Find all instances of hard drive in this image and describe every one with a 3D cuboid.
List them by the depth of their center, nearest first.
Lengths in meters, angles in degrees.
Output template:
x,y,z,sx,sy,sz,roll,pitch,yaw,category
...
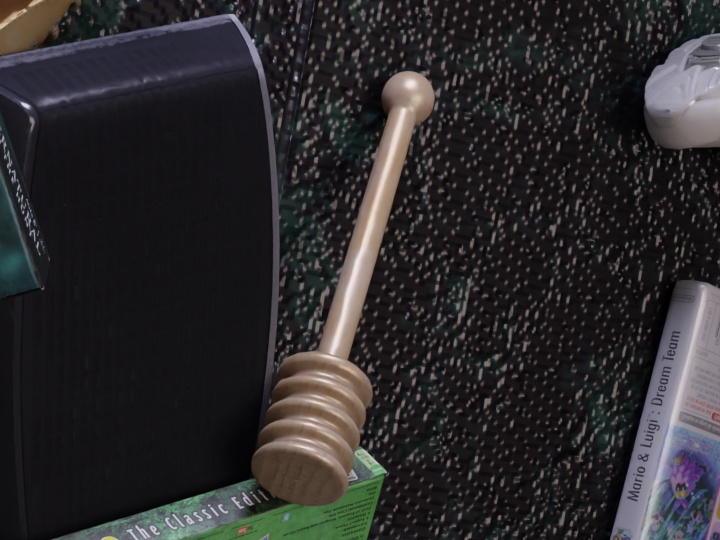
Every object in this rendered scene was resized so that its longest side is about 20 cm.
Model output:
x,y,z,sx,sy,sz,roll,pitch,yaw,category
-0.087,0.017,0.841,0.134,0.042,0.202,-15,119,-38,hard drive

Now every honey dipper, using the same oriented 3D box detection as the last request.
x,y,z,sx,sy,sz,roll,pitch,yaw,category
0.000,0.000,0.911,0.038,0.038,0.201,45,44,-32,honey dipper

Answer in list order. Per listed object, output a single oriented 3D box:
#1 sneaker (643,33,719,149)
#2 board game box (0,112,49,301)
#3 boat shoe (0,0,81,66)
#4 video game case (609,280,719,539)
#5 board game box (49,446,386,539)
x,y,z,sx,sy,sz,roll,pitch,yaw,category
0.211,-0.065,1.087,0.199,0.078,0.100,-12,105,-37,sneaker
-0.191,-0.071,0.730,0.134,0.028,0.202,-14,113,3,board game box
-0.136,-0.106,0.810,0.199,0.075,0.075,-20,111,-28,boat shoe
0.199,0.120,1.123,0.199,0.024,0.184,22,80,-39,video game case
-0.082,0.133,0.868,0.199,0.023,0.106,-13,129,-38,board game box
